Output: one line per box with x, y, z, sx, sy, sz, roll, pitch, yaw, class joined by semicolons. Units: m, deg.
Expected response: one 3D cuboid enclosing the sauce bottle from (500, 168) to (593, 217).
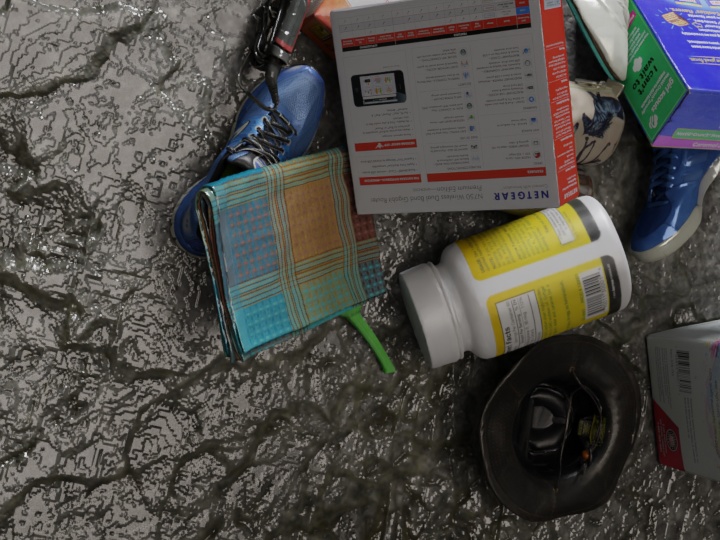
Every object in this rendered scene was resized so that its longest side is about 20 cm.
0.131;-0.093;1.081;0.197;0.065;0.066;15;86;-22;sauce bottle

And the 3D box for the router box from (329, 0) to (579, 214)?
0.077;-0.143;0.941;0.049;0.197;0.182;-27;113;-55;router box

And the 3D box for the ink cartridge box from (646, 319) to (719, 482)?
0.413;0.132;1.127;0.143;0.200;0.148;-8;95;-21;ink cartridge box

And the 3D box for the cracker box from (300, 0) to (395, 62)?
0.051;-0.268;1.048;0.134;0.058;0.201;39;77;-19;cracker box

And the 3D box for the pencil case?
0.163;-0.146;1.030;0.198;0.077;0.091;-1;114;-43;pencil case

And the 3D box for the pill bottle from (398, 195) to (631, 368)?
0.143;0.014;1.045;0.197;0.114;0.116;-19;98;-3;pill bottle

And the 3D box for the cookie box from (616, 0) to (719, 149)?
0.333;-0.213;1.095;0.169;0.076;0.202;1;49;-22;cookie box

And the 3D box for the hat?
0.182;0.149;1.101;0.198;0.081;0.204;-5;100;-29;hat

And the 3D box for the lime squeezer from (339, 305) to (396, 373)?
0.000;0.000;1.046;0.070;0.038;0.203;-5;92;-22;lime squeezer

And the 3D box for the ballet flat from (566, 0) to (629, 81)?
0.218;-0.278;1.068;0.069;0.070;0.202;-21;70;-19;ballet flat

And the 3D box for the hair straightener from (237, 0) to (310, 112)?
-0.067;-0.226;0.994;0.041;0.077;0.203;25;64;-30;hair straightener

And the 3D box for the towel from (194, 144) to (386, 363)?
-0.053;-0.022;0.954;0.199;0.021;0.149;-22;106;-46;towel

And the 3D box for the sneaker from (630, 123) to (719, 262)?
0.316;-0.113;1.146;0.111;0.076;0.201;45;72;-23;sneaker

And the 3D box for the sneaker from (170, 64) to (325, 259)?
-0.088;-0.096;0.980;0.078;0.089;0.202;35;79;-20;sneaker
